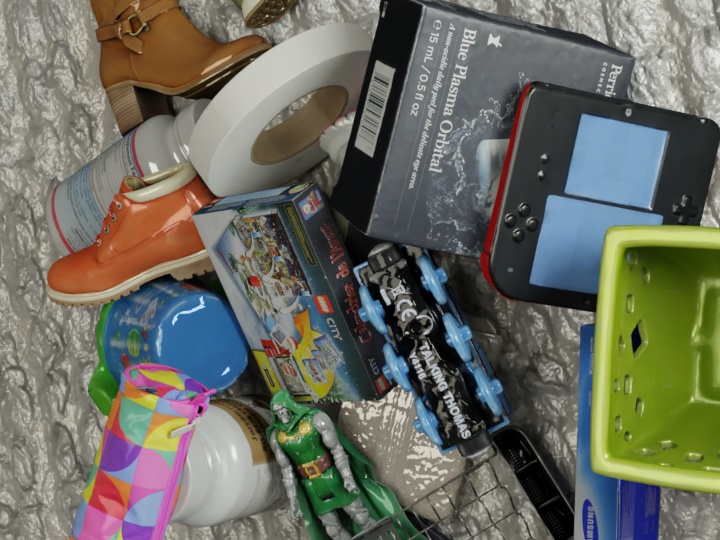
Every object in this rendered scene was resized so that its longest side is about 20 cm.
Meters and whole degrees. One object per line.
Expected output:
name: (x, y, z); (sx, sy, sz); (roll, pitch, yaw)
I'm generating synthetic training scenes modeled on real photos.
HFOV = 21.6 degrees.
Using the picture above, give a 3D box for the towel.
towel: (0.050, 0.123, 1.731); (0.132, 0.034, 0.202); (18, 103, 18)

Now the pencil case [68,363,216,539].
pencil case: (-0.192, 0.178, 1.631); (0.088, 0.088, 0.201); (26, 106, 27)

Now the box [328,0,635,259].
box: (0.102, -0.117, 1.600); (0.117, 0.198, 0.198); (-139, 61, -68)

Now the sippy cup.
sippy cup: (-0.168, 0.067, 1.786); (0.130, 0.139, 0.179); (4, 74, 67)

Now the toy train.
toy train: (0.062, 0.067, 1.640); (0.086, 0.114, 0.201); (-27, 90, 8)

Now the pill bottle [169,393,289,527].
pill bottle: (-0.137, 0.178, 1.761); (0.114, 0.200, 0.115); (1, 92, 30)

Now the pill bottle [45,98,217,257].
pill bottle: (-0.206, -0.082, 1.846); (0.199, 0.108, 0.109); (-32, 76, 27)

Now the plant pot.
plant pot: (0.303, 0.067, 1.502); (0.197, 0.181, 0.202); (5, 94, 23)

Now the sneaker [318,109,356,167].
sneaker: (0.057, -0.132, 1.712); (0.200, 0.081, 0.089); (-37, 75, 35)

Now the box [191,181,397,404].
box: (-0.057, 0.024, 1.691); (0.136, 0.038, 0.201); (-6, 114, 44)

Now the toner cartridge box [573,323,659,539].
toner cartridge box: (0.221, 0.144, 1.610); (0.043, 0.095, 0.202); (3, 93, 31)

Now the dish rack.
dish rack: (0.095, 0.251, 1.669); (0.199, 0.055, 0.154); (-31, 75, -3)

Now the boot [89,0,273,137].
boot: (-0.180, -0.234, 1.855); (0.199, 0.076, 0.157); (-24, 76, 36)

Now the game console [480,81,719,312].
game console: (0.201, -0.054, 1.569); (0.031, 0.199, 0.178); (33, 112, 60)

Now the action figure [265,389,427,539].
action figure: (-0.030, 0.196, 1.726); (0.118, 0.055, 0.201); (-25, 102, 21)

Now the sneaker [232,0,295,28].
sneaker: (-0.060, -0.326, 1.774); (0.200, 0.067, 0.090); (-43, 69, 23)

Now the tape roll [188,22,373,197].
tape roll: (-0.064, -0.142, 1.708); (0.203, 0.202, 0.037); (-45, 71, 24)

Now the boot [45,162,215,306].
boot: (-0.221, -0.036, 1.777); (0.199, 0.075, 0.108); (-19, 115, 16)

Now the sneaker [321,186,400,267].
sneaker: (0.000, 0.000, 1.745); (0.201, 0.105, 0.075); (113, 148, -51)

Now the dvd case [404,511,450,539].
dvd case: (0.008, 0.312, 1.787); (0.148, 0.016, 0.201); (34, 109, 26)
